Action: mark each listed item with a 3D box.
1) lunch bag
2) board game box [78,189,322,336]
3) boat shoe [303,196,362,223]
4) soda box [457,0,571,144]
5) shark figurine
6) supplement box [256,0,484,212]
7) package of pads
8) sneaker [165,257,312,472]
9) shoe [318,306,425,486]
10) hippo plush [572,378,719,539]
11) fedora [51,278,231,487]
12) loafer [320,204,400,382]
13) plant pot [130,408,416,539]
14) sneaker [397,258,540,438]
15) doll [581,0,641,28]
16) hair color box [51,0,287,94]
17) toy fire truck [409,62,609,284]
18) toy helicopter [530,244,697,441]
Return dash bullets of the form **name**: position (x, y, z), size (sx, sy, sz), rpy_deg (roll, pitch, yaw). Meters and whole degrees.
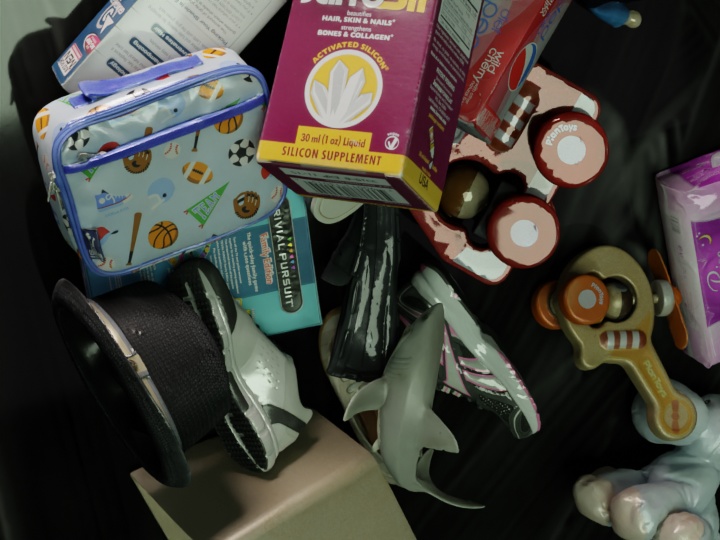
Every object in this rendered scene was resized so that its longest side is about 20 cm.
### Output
- **lunch bag**: position (-0.164, -0.091, 1.526), size (0.200, 0.076, 0.160), rpy_deg (-22, 126, -18)
- **board game box**: position (-0.143, -0.006, 1.649), size (0.200, 0.047, 0.151), rpy_deg (-12, 115, -12)
- **boat shoe**: position (0.003, -0.137, 1.622), size (0.075, 0.062, 0.200), rpy_deg (19, 101, -56)
- **soda box**: position (0.124, -0.214, 1.598), size (0.200, 0.070, 0.063), rpy_deg (-60, 160, -2)
- **shark figurine**: position (0.057, 0.151, 1.661), size (0.128, 0.089, 0.215), rpy_deg (-40, 138, -38)
- **supplement box**: position (0.011, -0.160, 1.532), size (0.103, 0.131, 0.200), rpy_deg (38, 61, -65)
- **package of pads**: position (0.354, -0.015, 1.785), size (0.120, 0.076, 0.200), rpy_deg (-19, 116, -11)
- **sneaker**: position (-0.106, 0.073, 1.640), size (0.080, 0.074, 0.200), rpy_deg (-36, 116, -36)
- **shoe**: position (0.018, 0.121, 1.748), size (0.070, 0.053, 0.200), rpy_deg (-26, 117, -6)
- **hippo plush**: position (0.319, 0.193, 1.813), size (0.200, 0.159, 0.161), rpy_deg (24, 92, -5)
- **fedora**: position (-0.172, 0.079, 1.562), size (0.092, 0.201, 0.201), rpy_deg (-30, 118, -20)
- **loafer**: position (0.000, 0.000, 1.672), size (0.070, 0.068, 0.201), rpy_deg (1, 95, -3)
- **plant pot**: position (-0.061, 0.243, 1.705), size (0.177, 0.200, 0.200), rpy_deg (-33, 118, -14)
- **sneaker**: position (0.088, 0.083, 1.752), size (0.086, 0.080, 0.200), rpy_deg (-35, 108, 8)
- **doll**: position (0.246, -0.279, 1.658), size (0.200, 0.048, 0.137), rpy_deg (-15, 117, -5)
- **hair color box**: position (-0.151, -0.205, 1.556), size (0.200, 0.061, 0.100), rpy_deg (-47, 118, 5)
- **toy fire truck**: position (0.118, -0.100, 1.672), size (0.168, 0.112, 0.200), rpy_deg (30, 101, -1)
- **toy helicopter**: position (0.262, 0.066, 1.765), size (0.132, 0.079, 0.200), rpy_deg (-32, 95, -20)
